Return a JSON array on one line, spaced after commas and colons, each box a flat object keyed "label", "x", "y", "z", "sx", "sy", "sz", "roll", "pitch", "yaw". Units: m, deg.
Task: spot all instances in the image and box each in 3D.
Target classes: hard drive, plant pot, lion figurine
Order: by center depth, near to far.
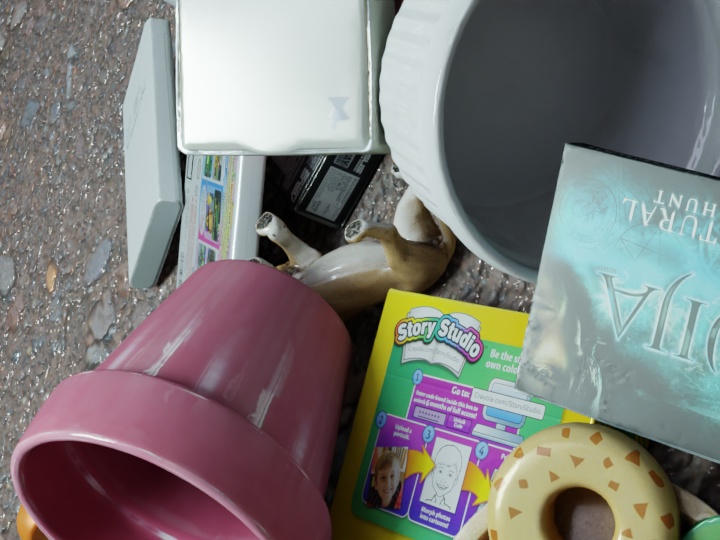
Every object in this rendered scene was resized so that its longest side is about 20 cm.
[{"label": "plant pot", "x": -0.094, "y": 0.100, "z": 0.869, "sx": 0.199, "sy": 0.200, "sz": 0.180, "roll": -22, "pitch": 31, "yaw": 44}, {"label": "lion figurine", "x": 0.000, "y": 0.000, "z": 0.929, "sx": 0.198, "sy": 0.122, "sz": 0.073, "roll": -14, "pitch": 49, "yaw": 31}, {"label": "hard drive", "x": -0.188, "y": -0.105, "z": 1.210, "sx": 0.132, "sy": 0.026, "sz": 0.202, "roll": 120, "pitch": 148, "yaw": -51}]

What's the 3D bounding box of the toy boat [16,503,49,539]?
[{"label": "toy boat", "x": -0.208, "y": 0.203, "z": 1.067, "sx": 0.199, "sy": 0.130, "sz": 0.132, "roll": 8, "pitch": 82, "yaw": 52}]

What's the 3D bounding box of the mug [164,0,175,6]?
[{"label": "mug", "x": -0.116, "y": -0.271, "z": 1.111, "sx": 0.150, "sy": 0.186, "sz": 0.153, "roll": -53, "pitch": 49, "yaw": 9}]

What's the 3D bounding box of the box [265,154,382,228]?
[{"label": "box", "x": -0.019, "y": -0.158, "z": 1.042, "sx": 0.201, "sy": 0.049, "sz": 0.158, "roll": -60, "pitch": 39, "yaw": 15}]

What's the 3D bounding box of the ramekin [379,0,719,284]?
[{"label": "ramekin", "x": 0.104, "y": -0.099, "z": 0.758, "sx": 0.105, "sy": 0.198, "sz": 0.202, "roll": 32, "pitch": 101, "yaw": 61}]

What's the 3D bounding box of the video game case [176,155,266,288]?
[{"label": "video game case", "x": -0.110, "y": -0.030, "z": 1.050, "sx": 0.182, "sy": 0.023, "sz": 0.203, "roll": -156, "pitch": 71, "yaw": -69}]

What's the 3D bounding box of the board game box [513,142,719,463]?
[{"label": "board game box", "x": 0.179, "y": 0.025, "z": 0.667, "sx": 0.198, "sy": 0.028, "sz": 0.137, "roll": 17, "pitch": 103, "yaw": 31}]

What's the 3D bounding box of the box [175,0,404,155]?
[{"label": "box", "x": -0.018, "y": -0.129, "z": 0.869, "sx": 0.126, "sy": 0.200, "sz": 0.111, "roll": 1, "pitch": 95, "yaw": 20}]

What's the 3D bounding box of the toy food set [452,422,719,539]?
[{"label": "toy food set", "x": 0.121, "y": 0.195, "z": 0.678, "sx": 0.197, "sy": 0.049, "sz": 0.201, "roll": 38, "pitch": 96, "yaw": 23}]

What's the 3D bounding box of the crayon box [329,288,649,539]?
[{"label": "crayon box", "x": 0.075, "y": 0.110, "z": 0.815, "sx": 0.199, "sy": 0.058, "sz": 0.175, "roll": 10, "pitch": 83, "yaw": 51}]
